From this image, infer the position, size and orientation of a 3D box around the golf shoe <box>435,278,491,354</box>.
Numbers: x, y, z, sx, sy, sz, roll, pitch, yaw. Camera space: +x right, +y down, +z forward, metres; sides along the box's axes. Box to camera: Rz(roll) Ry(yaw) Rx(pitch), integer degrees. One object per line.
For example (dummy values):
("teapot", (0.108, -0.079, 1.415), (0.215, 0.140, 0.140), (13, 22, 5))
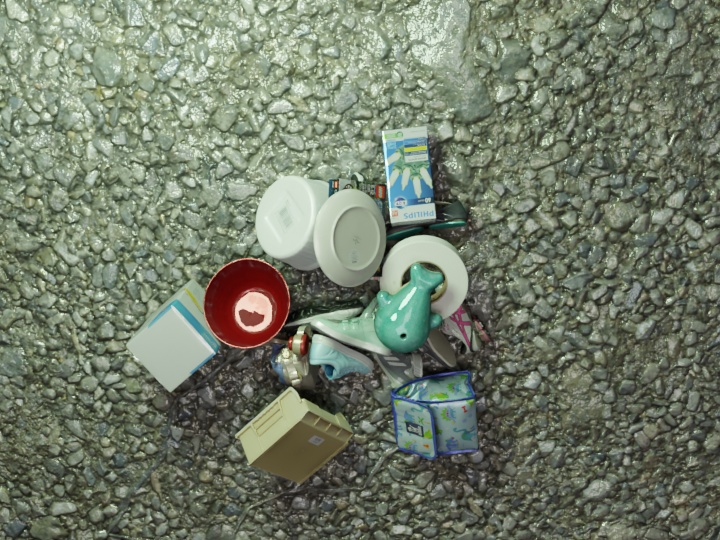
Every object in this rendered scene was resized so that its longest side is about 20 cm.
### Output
("golf shoe", (0.221, 0.108, 1.756), (0.091, 0.073, 0.201), (-34, 101, 9))

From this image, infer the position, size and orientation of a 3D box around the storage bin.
("storage bin", (-0.150, 0.391, 1.782), (0.198, 0.094, 0.199), (-42, 136, 11))

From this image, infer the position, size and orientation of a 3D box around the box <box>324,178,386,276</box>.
("box", (-0.009, -0.089, 1.609), (0.135, 0.037, 0.204), (0, 93, -41))

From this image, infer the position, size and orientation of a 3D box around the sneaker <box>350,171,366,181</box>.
("sneaker", (-0.034, -0.126, 1.668), (0.081, 0.072, 0.204), (8, 76, -11))

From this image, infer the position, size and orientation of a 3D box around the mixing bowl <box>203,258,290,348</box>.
("mixing bowl", (-0.251, 0.084, 1.730), (0.196, 0.109, 0.204), (-1, 77, 3))

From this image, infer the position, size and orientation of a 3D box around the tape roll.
("tape roll", (0.139, 0.022, 1.671), (0.199, 0.037, 0.206), (1, 115, 3))

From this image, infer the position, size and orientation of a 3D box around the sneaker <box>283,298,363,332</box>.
("sneaker", (-0.087, 0.124, 1.772), (0.196, 0.074, 0.081), (-7, 110, 4))

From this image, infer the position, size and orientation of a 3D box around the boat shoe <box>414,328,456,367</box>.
("boat shoe", (0.144, 0.161, 1.784), (0.200, 0.073, 0.063), (45, 122, -7))

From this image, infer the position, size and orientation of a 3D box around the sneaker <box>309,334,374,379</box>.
("sneaker", (-0.050, 0.218, 1.756), (0.199, 0.073, 0.083), (30, 72, -38))

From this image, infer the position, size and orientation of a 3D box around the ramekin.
("ramekin", (-0.137, -0.108, 1.643), (0.198, 0.097, 0.205), (-8, 76, 37))

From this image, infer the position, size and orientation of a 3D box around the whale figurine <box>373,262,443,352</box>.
("whale figurine", (0.107, 0.088, 1.626), (0.157, 0.104, 0.202), (24, 113, -8))

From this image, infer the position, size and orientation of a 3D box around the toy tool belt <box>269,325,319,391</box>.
("toy tool belt", (-0.169, 0.205, 1.751), (0.120, 0.127, 0.201), (4, 148, 10))

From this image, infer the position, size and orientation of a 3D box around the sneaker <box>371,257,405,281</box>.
("sneaker", (0.000, 0.000, 1.733), (0.198, 0.075, 0.106), (30, 100, 1))

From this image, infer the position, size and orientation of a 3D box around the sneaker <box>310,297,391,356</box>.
("sneaker", (-0.010, 0.111, 1.715), (0.197, 0.074, 0.120), (19, 83, -13))

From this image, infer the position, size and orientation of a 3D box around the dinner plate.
("dinner plate", (-0.014, -0.067, 1.566), (0.198, 0.024, 0.204), (-4, 97, -40))

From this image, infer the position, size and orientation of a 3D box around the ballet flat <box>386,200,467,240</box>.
("ballet flat", (0.144, -0.119, 1.708), (0.196, 0.073, 0.074), (-11, 105, 11))

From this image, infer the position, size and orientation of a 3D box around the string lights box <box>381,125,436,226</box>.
("string lights box", (0.107, -0.205, 1.653), (0.101, 0.059, 0.204), (-6, 85, 3))

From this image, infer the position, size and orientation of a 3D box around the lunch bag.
("lunch bag", (0.175, 0.344, 1.780), (0.196, 0.128, 0.173), (-6, 119, 4))

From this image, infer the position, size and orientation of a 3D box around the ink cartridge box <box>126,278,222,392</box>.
("ink cartridge box", (-0.408, 0.143, 1.720), (0.146, 0.200, 0.146), (-38, 102, 11))

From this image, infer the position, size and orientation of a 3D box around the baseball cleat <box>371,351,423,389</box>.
("baseball cleat", (0.082, 0.202, 1.799), (0.106, 0.070, 0.202), (-33, 107, -4))
